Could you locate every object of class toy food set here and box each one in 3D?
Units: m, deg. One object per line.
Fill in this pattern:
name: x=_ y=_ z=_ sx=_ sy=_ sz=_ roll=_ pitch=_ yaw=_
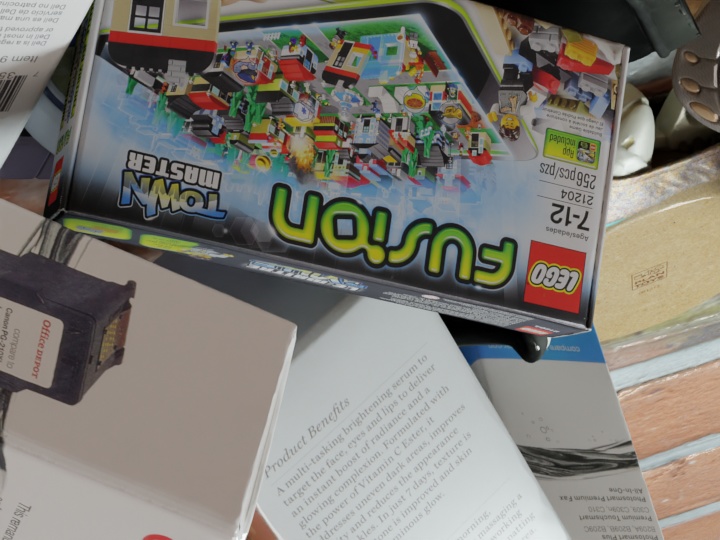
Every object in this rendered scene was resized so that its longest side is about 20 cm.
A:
toy food set: x=0.160 y=-0.015 z=1.018 sx=0.199 sy=0.049 sz=0.198 roll=-28 pitch=154 yaw=15

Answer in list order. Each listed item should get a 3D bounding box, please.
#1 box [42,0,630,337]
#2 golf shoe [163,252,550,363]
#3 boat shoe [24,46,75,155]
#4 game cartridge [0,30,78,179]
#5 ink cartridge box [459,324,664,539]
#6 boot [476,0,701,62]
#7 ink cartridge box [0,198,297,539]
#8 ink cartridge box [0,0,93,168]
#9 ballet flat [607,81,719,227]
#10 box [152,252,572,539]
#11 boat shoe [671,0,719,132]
box: x=-0.004 y=-0.049 z=0.616 sx=0.198 sy=0.111 sz=0.035 roll=12 pitch=169 yaw=-19
golf shoe: x=0.000 y=0.000 z=0.830 sx=0.198 sy=0.093 sz=0.073 roll=2 pitch=138 yaw=4
boat shoe: x=-0.029 y=-0.061 z=0.665 sx=0.198 sy=0.072 sz=0.062 roll=10 pitch=129 yaw=-21
game cartridge: x=-0.066 y=-0.100 z=0.698 sx=0.129 sy=0.039 sz=0.200 roll=-7 pitch=152 yaw=-36
ink cartridge box: x=0.075 y=0.132 z=0.885 sx=0.084 sy=0.201 sz=0.146 roll=6 pitch=142 yaw=-26
boot: x=0.049 y=-0.101 z=0.717 sx=0.157 sy=0.080 sz=0.211 roll=-27 pitch=157 yaw=14
ink cartridge box: x=-0.138 y=0.047 z=0.569 sx=0.199 sy=0.085 sz=0.145 roll=23 pitch=142 yaw=-9
ink cartridge box: x=-0.193 y=-0.074 z=0.592 sx=0.145 sy=0.085 sz=0.200 roll=-1 pitch=148 yaw=-34
ballet flat: x=0.153 y=-0.073 z=0.895 sx=0.199 sy=0.068 sz=0.068 roll=-19 pitch=138 yaw=-18
box: x=-0.012 y=0.087 z=0.744 sx=0.106 sy=0.152 sz=0.201 roll=-41 pitch=118 yaw=-17
boat shoe: x=0.208 y=-0.152 z=0.772 sx=0.072 sy=0.076 sz=0.200 roll=-43 pitch=170 yaw=-51
